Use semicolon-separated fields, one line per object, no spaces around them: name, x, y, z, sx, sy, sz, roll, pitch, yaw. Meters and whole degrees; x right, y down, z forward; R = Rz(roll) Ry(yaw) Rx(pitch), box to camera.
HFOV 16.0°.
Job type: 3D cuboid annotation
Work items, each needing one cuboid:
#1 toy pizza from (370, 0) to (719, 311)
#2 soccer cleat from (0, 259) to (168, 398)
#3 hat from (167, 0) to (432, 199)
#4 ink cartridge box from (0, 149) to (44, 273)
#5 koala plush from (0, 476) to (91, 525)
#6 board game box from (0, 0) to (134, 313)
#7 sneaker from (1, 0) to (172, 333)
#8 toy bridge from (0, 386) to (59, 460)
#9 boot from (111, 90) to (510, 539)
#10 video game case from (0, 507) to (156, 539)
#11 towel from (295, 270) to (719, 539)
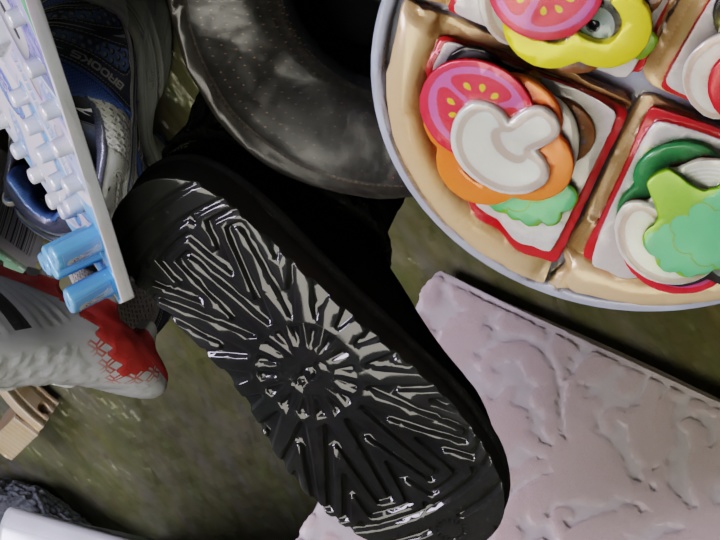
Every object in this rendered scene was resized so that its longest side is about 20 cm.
toy pizza;0.101;-0.063;0.927;0.199;0.032;0.201;4;124;7
soccer cleat;-0.169;0.029;1.103;0.200;0.085;0.069;30;162;-39
hat;0.026;-0.126;0.972;0.200;0.081;0.201;-1;121;-1
ink cartridge box;-0.261;-0.055;1.159;0.199;0.050;0.161;8;167;19
koala plush;-0.190;0.226;1.368;0.177;0.184;0.200;6;152;7
board game box;-0.156;-0.108;0.974;0.200;0.026;0.200;53;163;42
sneaker;-0.125;-0.037;1.133;0.077;0.085;0.200;10;132;20
toy bridge;-0.232;0.012;1.270;0.200;0.027;0.067;40;134;-10
boot;0.001;-0.002;1.046;0.079;0.158;0.211;-30;106;31
video game case;-0.054;0.152;1.220;0.182;0.023;0.200;13;173;17
towel;0.073;0.123;1.097;0.191;0.200;0.032;25;159;9
